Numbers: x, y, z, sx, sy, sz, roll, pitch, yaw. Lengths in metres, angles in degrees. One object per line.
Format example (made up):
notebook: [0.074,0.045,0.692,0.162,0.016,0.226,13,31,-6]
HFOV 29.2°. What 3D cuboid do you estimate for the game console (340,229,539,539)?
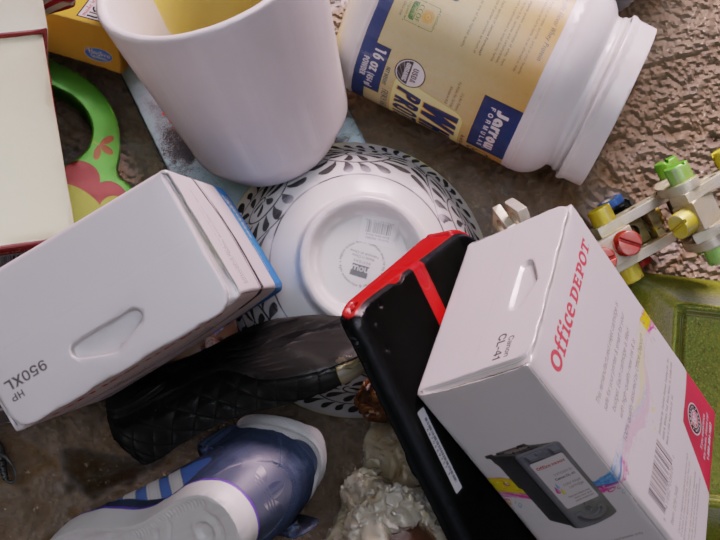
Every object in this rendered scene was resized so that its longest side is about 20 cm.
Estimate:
game console: [0.067,0.084,0.863,0.031,0.177,0.201,-22,98,34]

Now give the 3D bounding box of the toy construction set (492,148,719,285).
toy construction set: [0.178,-0.021,0.954,0.199,0.131,0.093,-14,93,-10]

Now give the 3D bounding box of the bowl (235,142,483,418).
bowl: [0.000,0.000,0.955,0.199,0.094,0.202,1,83,-5]

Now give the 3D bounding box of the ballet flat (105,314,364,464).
ballet flat: [-0.076,0.076,0.910,0.199,0.057,0.067,-18,32,20]

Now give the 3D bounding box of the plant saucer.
plant saucer: [0.281,0.102,0.976,0.198,0.048,0.202,6,76,-1]

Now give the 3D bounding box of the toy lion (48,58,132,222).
toy lion: [-0.232,-0.047,0.989,0.191,0.069,0.201,23,76,-4]

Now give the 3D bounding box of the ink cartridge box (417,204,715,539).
ink cartridge box: [0.136,0.084,0.856,0.200,0.085,0.148,50,38,-23]

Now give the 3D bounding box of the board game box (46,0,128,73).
board game box: [-0.228,-0.230,0.995,0.199,0.040,0.154,16,54,13]

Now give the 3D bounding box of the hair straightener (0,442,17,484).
hair straightener: [-0.330,0.116,0.933,0.199,0.077,0.041,15,94,-2]

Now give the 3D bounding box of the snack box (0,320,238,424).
snack box: [-0.184,0.050,0.946,0.199,0.024,0.072,-15,103,-5]

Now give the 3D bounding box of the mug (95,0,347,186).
mug: [-0.069,-0.153,0.935,0.149,0.154,0.187,13,52,33]

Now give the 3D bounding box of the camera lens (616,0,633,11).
camera lens: [0.173,-0.311,1.016,0.159,0.160,0.201,24,76,3]

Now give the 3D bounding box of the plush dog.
plush dog: [0.040,0.160,0.916,0.200,0.160,0.173,42,58,-34]

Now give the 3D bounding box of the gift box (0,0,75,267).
gift box: [-0.261,-0.086,0.860,0.183,0.200,0.188,-9,80,-19]

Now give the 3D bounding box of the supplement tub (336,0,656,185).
supplement tub: [0.095,-0.158,0.982,0.199,0.144,0.145,26,76,5]

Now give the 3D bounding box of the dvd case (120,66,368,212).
dvd case: [-0.094,-0.134,1.031,0.145,0.022,0.201,-25,80,-8]

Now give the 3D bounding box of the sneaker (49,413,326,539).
sneaker: [-0.109,0.161,0.934,0.199,0.146,0.081,-28,95,34]

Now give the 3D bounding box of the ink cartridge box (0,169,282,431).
ink cartridge box: [-0.136,0.015,0.822,0.144,0.200,0.085,-31,89,2]
